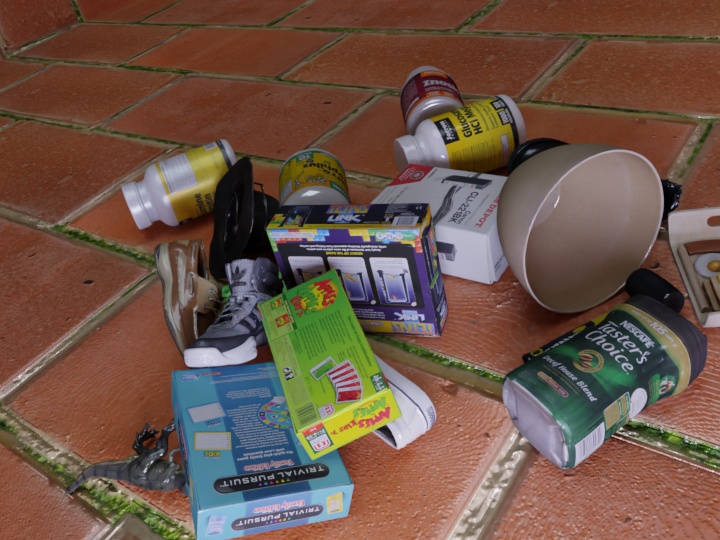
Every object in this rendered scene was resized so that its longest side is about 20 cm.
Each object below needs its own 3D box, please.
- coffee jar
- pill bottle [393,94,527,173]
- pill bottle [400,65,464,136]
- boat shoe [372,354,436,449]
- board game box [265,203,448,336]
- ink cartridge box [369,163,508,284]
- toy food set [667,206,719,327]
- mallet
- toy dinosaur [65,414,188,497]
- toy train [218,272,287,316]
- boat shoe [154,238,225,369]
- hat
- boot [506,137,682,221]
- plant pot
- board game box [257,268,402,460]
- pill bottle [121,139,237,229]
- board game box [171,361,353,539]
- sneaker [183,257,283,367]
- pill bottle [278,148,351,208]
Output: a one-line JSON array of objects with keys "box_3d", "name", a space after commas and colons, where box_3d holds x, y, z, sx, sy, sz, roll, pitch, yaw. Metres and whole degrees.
[{"box_3d": [0.250, 0.106, 0.705, 0.198, 0.086, 0.104, -27, 38, -18], "name": "coffee jar"}, {"box_3d": [0.159, -0.203, 1.127, 0.198, 0.113, 0.113, -20, 36, -8], "name": "pill bottle"}, {"box_3d": [0.130, -0.297, 1.263, 0.111, 0.114, 0.201, -11, 36, 5], "name": "pill bottle"}, {"box_3d": [-0.007, 0.133, 0.779, 0.065, 0.073, 0.199, -32, 47, -31], "name": "boat shoe"}, {"box_3d": [0.000, 0.000, 0.865, 0.197, 0.167, 0.057, 2, 40, 21], "name": "board game box"}, {"box_3d": [0.126, -0.072, 0.988, 0.198, 0.084, 0.144, 14, 44, 32], "name": "ink cartridge box"}, {"box_3d": [0.456, -0.012, 0.812, 0.141, 0.061, 0.201, -5, 36, 13], "name": "toy food set"}, {"box_3d": [0.281, 0.065, 0.795, 0.199, 0.041, 0.066, -31, 35, -14], "name": "mallet"}, {"box_3d": [-0.235, 0.210, 0.774, 0.197, 0.048, 0.089, -4, 44, 20], "name": "toy dinosaur"}, {"box_3d": [-0.163, 0.045, 0.972, 0.197, 0.042, 0.057, -17, 48, -1], "name": "toy train"}, {"box_3d": [-0.220, 0.038, 0.923, 0.073, 0.076, 0.202, -19, 63, -4], "name": "boat shoe"}, {"box_3d": [-0.168, -0.075, 1.062, 0.080, 0.203, 0.201, 8, 26, -28], "name": "hat"}, {"box_3d": [0.320, -0.121, 0.948, 0.196, 0.074, 0.163, 4, 23, -20], "name": "boot"}, {"box_3d": [0.244, -0.068, 0.847, 0.198, 0.202, 0.135, -24, 33, -13], "name": "plant pot"}, {"box_3d": [-0.039, 0.092, 0.745, 0.101, 0.048, 0.201, -25, 41, -3], "name": "board game box"}, {"box_3d": [-0.307, -0.146, 1.215, 0.198, 0.113, 0.112, -23, 36, -11], "name": "pill bottle"}, {"box_3d": [-0.111, 0.178, 0.727, 0.149, 0.047, 0.200, -3, 32, -21], "name": "board game box"}, {"box_3d": [-0.151, 0.046, 0.843, 0.075, 0.115, 0.200, -7, 5, 25], "name": "sneaker"}, {"box_3d": [-0.069, -0.097, 1.066, 0.111, 0.114, 0.201, -13, 35, 2], "name": "pill bottle"}]
